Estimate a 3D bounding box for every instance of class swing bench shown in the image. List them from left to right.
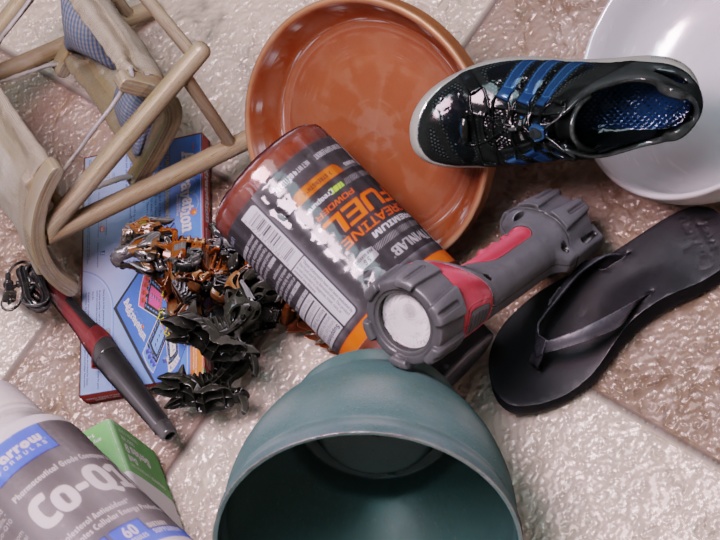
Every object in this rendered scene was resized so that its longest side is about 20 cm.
[{"bbox_3d":[-0.214,-0.127,1.666,0.200,0.130,0.199,-38,52,-3],"label":"swing bench"}]

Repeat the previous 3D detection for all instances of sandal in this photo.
[{"bbox_3d":[0.166,0.019,1.523,0.200,0.043,0.076,-38,59,1],"label":"sandal"}]

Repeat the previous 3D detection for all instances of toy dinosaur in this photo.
[{"bbox_3d":[-0.088,0.023,1.589,0.199,0.103,0.136,7,45,24],"label":"toy dinosaur"}]

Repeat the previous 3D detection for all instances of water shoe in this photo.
[{"bbox_3d":[0.127,-0.107,1.477,0.199,0.079,0.072,-10,104,9],"label":"water shoe"}]

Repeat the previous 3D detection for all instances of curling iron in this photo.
[{"bbox_3d":[-0.199,0.061,1.630,0.049,0.026,0.200,-26,56,-35],"label":"curling iron"}]

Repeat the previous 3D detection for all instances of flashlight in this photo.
[{"bbox_3d":[0.081,-0.001,1.482,0.068,0.200,0.068,-18,100,41],"label":"flashlight"}]

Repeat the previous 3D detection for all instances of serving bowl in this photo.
[{"bbox_3d":[0.248,-0.134,1.534,0.199,0.066,0.201,-18,62,36],"label":"serving bowl"}]

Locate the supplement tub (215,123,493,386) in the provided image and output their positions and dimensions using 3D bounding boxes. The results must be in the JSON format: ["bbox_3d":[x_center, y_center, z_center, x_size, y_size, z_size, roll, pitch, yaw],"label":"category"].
[{"bbox_3d":[0.000,0.000,1.543,0.107,0.107,0.200,-45,80,-3],"label":"supplement tub"}]

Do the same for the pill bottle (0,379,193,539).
[{"bbox_3d":[-0.201,0.167,1.457,0.200,0.114,0.114,39,84,29],"label":"pill bottle"}]

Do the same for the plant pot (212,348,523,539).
[{"bbox_3d":[0.008,0.138,1.461,0.199,0.201,0.135,-14,35,14],"label":"plant pot"}]

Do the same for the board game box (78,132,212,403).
[{"bbox_3d":[-0.162,-0.003,1.673,0.102,0.019,0.201,-11,63,18],"label":"board game box"}]

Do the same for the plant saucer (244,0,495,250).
[{"bbox_3d":[0.008,-0.099,1.588,0.199,0.032,0.202,10,111,27],"label":"plant saucer"}]

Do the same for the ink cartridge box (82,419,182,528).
[{"bbox_3d":[-0.188,0.229,1.539,0.145,0.088,0.201,-27,62,7],"label":"ink cartridge box"}]
